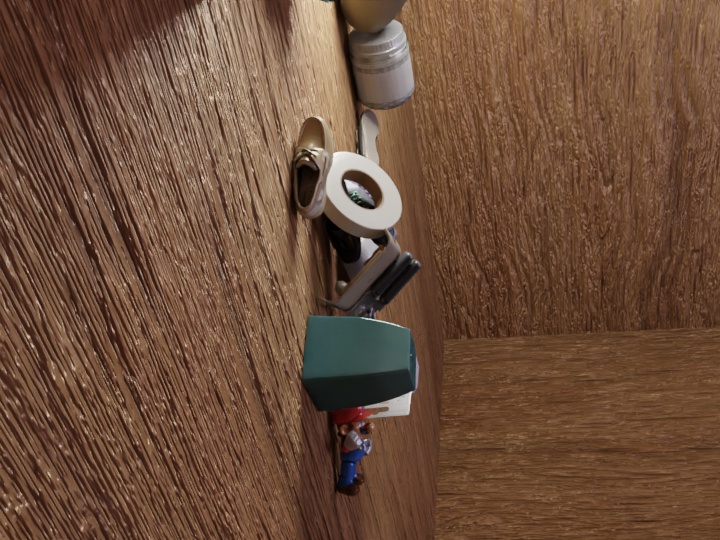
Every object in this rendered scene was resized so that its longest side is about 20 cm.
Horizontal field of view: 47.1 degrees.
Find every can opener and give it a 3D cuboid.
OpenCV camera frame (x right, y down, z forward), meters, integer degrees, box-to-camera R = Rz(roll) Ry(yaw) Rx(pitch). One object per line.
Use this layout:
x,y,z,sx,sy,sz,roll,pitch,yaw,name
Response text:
0.044,0.042,1.782,0.053,0.200,0.067,42,1,-18,can opener

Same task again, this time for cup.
0.027,-0.692,2.095,0.144,0.198,0.202,105,-6,-48,cup

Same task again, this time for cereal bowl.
0.025,-0.033,1.949,0.200,0.083,0.202,-19,90,-74,cereal bowl

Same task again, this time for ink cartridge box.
0.046,0.277,1.878,0.201,0.161,0.057,-80,158,-50,ink cartridge box

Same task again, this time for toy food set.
0.000,0.000,1.728,0.060,0.200,0.143,43,1,14,toy food set

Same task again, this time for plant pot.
0.005,0.177,1.593,0.142,0.198,0.143,70,20,-55,plant pot

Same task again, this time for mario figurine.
-0.002,0.365,1.727,0.123,0.105,0.202,-152,-120,-62,mario figurine

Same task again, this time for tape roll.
-0.004,-0.159,1.728,0.037,0.201,0.204,-47,-152,44,tape roll

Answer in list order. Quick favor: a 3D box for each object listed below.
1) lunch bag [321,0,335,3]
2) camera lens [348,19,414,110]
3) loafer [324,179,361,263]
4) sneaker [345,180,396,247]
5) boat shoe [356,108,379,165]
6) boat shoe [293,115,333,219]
-0.086,-0.633,1.602,0.200,0.121,0.172,12,73,-73,lunch bag
0.057,-0.543,2.203,0.161,0.158,0.201,-82,164,-47,camera lens
-0.052,-0.105,1.778,0.063,0.071,0.202,-35,116,-56,loafer
0.005,-0.142,1.807,0.200,0.074,0.088,46,-5,18,sneaker
0.011,-0.346,2.216,0.067,0.057,0.202,26,48,-35,boat shoe
-0.093,-0.201,1.555,0.065,0.071,0.202,49,44,-74,boat shoe
